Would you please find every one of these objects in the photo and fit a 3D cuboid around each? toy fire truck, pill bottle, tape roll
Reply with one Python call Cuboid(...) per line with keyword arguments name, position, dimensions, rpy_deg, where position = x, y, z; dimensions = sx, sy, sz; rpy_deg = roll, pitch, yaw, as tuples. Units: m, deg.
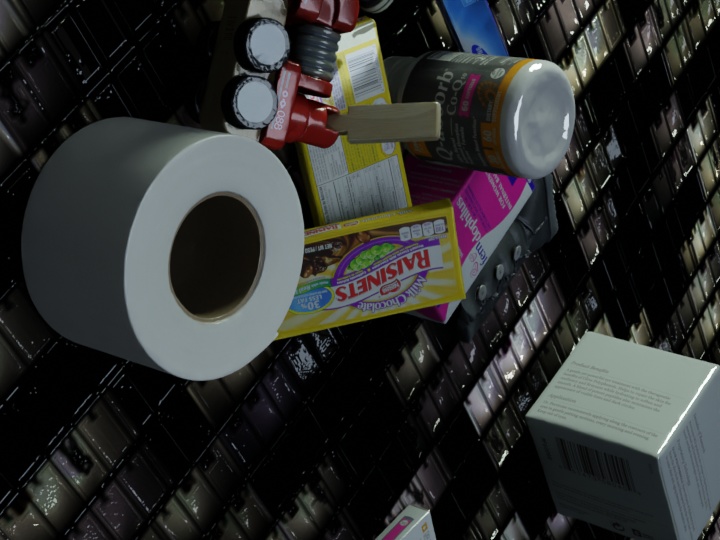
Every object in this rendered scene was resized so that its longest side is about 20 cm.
Cuboid(name="toy fire truck", position=(-0.031, -0.186, 1.253), dimensions=(0.198, 0.128, 0.178), rpy_deg=(14, 88, -34))
Cuboid(name="pill bottle", position=(0.106, -0.160, 1.404), dimensions=(0.116, 0.199, 0.118), rpy_deg=(-16, 111, -47))
Cuboid(name="tape roll", position=(-0.163, -0.021, 1.171), dimensions=(0.202, 0.138, 0.205), rpy_deg=(-17, 113, -47))

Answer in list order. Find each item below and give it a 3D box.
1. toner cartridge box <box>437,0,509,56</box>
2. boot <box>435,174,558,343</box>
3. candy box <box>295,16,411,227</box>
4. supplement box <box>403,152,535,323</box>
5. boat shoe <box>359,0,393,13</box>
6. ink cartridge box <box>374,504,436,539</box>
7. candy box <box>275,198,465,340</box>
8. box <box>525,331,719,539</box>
Cuboid(name="toner cartridge box", position=(0.094, -0.292, 1.421), dimensions=(0.043, 0.096, 0.201), rpy_deg=(-25, 138, 6))
Cuboid(name="boot", position=(0.143, -0.041, 1.593), dimensions=(0.200, 0.065, 0.166), rpy_deg=(-45, 129, -27))
Cuboid(name="candy box", position=(-0.015, -0.136, 1.366), dimensions=(0.101, 0.026, 0.202), rpy_deg=(-21, 118, -16))
Cuboid(name="supplement box", position=(0.085, -0.058, 1.485), dimensions=(0.201, 0.103, 0.102), rpy_deg=(-54, 136, -23))
Cuboid(name="boat shoe", position=(0.006, -0.349, 1.339), dimensions=(0.062, 0.074, 0.203), rpy_deg=(-3, 97, -44))
Cuboid(name="ink cartridge box", position=(0.018, 0.361, 1.567), dimensions=(0.200, 0.037, 0.096), rpy_deg=(-41, 129, -39))
Cuboid(name="candy box", position=(0.000, 0.000, 1.364), dimensions=(0.198, 0.026, 0.103), rpy_deg=(-13, 117, -3))
Cuboid(name="box", position=(0.352, 0.220, 1.797), dimensions=(0.172, 0.198, 0.201), rpy_deg=(-49, 134, -30))
